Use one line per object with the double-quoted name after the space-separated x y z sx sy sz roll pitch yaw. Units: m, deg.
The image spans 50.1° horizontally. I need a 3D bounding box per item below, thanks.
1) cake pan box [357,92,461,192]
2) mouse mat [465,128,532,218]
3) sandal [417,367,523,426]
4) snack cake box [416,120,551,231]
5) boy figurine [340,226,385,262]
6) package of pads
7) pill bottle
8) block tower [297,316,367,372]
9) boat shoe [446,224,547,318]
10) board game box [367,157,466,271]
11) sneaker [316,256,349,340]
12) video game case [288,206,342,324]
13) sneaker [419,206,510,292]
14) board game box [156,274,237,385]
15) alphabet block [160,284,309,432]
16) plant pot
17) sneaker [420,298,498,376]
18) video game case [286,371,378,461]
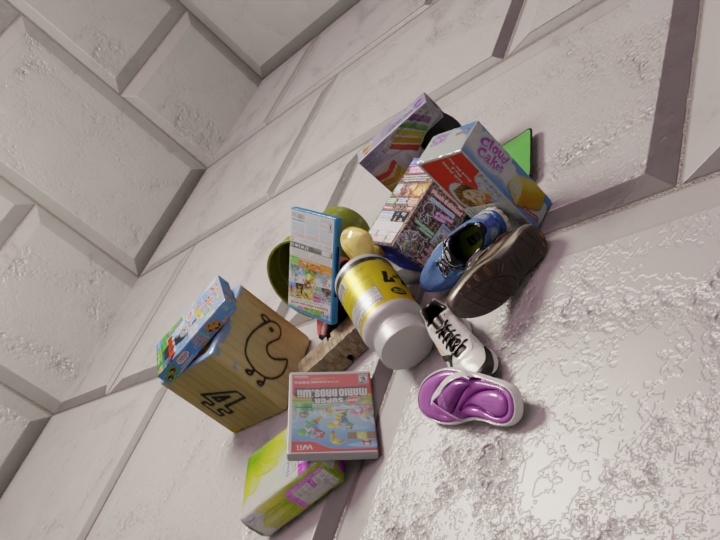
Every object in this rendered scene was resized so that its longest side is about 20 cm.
0.126 -0.237 1.573 0.200 0.184 0.052 -38 30 22 "cake pan box"
0.245 -0.176 1.462 0.200 0.008 0.161 -34 29 36 "mouse mat"
0.138 0.176 1.071 0.202 0.050 0.083 -13 80 52 "sandal"
0.205 -0.146 1.278 0.115 0.200 0.067 -6 48 57 "snack cake box"
0.000 0.000 1.435 0.064 0.200 0.124 28 61 28 "boy figurine"
-0.112 0.334 1.293 0.200 0.068 0.155 -41 24 21 "package of pads"
0.041 0.070 1.317 0.114 0.114 0.200 -45 42 11 "pill bottle"
-0.036 0.145 1.453 0.200 0.058 0.054 -45 24 13 "block tower"
0.206 0.005 1.203 0.200 0.075 0.073 -38 14 -20 "boat shoe"
0.117 -0.109 1.470 0.200 0.097 0.159 -58 20 -6 "board game box"
-0.067 0.046 1.526 0.087 0.201 0.074 29 38 27 "sneaker"
-0.088 -0.011 1.460 0.143 0.018 0.201 18 110 47 "video game case"
0.156 -0.030 1.284 0.089 0.079 0.200 -19 -23 -47 "sneaker"
-0.330 0.115 1.539 0.200 0.037 0.151 -48 24 3 "board game box"
-0.256 0.186 1.598 0.196 0.200 0.196 -29 32 40 "alphabet block"
-0.067 -0.033 1.632 0.200 0.200 0.193 -30 19 38 "plant pot"
0.141 0.111 1.167 0.074 0.080 0.200 -45 26 6 "sneaker"
-0.048 0.235 1.273 0.200 0.142 0.017 -96 7 -58 "video game case"
